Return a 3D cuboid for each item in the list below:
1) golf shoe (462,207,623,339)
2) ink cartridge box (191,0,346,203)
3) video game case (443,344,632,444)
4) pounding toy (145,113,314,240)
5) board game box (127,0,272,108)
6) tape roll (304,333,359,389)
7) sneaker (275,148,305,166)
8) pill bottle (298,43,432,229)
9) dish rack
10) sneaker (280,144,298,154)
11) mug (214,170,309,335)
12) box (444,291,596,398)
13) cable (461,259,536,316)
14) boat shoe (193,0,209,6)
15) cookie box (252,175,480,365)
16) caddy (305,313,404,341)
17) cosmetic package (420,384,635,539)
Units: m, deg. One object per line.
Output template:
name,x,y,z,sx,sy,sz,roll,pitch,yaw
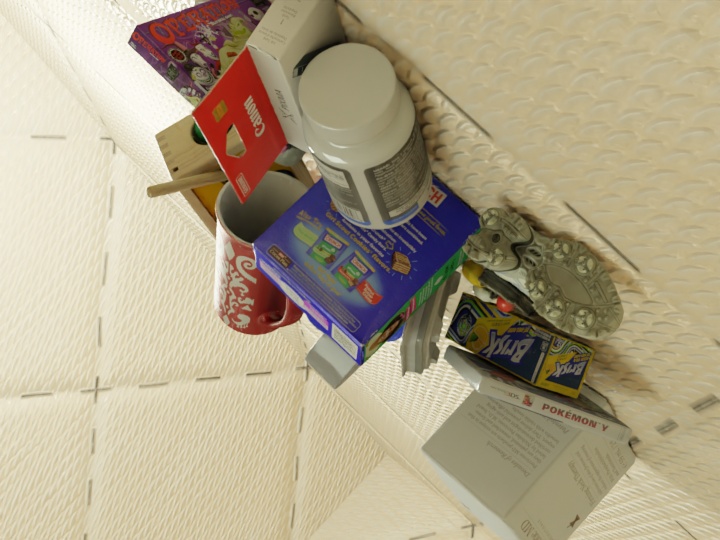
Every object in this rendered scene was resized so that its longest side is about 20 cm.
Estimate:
golf shoe,0.196,0.008,1.239,0.097,0.078,0.200,30,-171,-47
ink cartridge box,-0.076,-0.169,1.248,0.045,0.177,0.200,28,165,19
video game case,0.199,0.140,1.450,0.181,0.023,0.200,20,-176,-9
pounding toy,-0.179,-0.135,1.676,0.143,0.183,0.200,62,-177,39
board game box,-0.130,-0.224,1.282,0.120,0.200,0.032,40,128,10
tape roll,0.009,0.081,1.843,0.066,0.200,0.200,43,170,6
sneaker,-0.118,-0.220,1.553,0.073,0.071,0.201,-85,-22,-47
pill bottle,0.005,-0.133,1.259,0.114,0.114,0.200,40,169,24
dish rack,0.090,0.038,1.521,0.043,0.173,0.200,14,164,6
sneaker,-0.060,-0.188,1.444,0.095,0.080,0.200,6,166,-3
mug,-0.135,0.001,1.645,0.132,0.178,0.201,9,140,-5
box,0.186,0.086,1.492,0.070,0.065,0.200,19,-177,-30
cable,0.155,0.030,1.382,0.097,0.050,0.200,43,-171,-3
boat shoe,-0.148,-0.246,1.424,0.071,0.066,0.201,11,143,12
cookie box,0.010,-0.028,1.390,0.171,0.200,0.075,42,164,12
caddy,0.000,0.000,1.520,0.140,0.106,0.200,4,147,11
cosmetic package,0.221,0.241,1.642,0.166,0.200,0.168,35,167,41
